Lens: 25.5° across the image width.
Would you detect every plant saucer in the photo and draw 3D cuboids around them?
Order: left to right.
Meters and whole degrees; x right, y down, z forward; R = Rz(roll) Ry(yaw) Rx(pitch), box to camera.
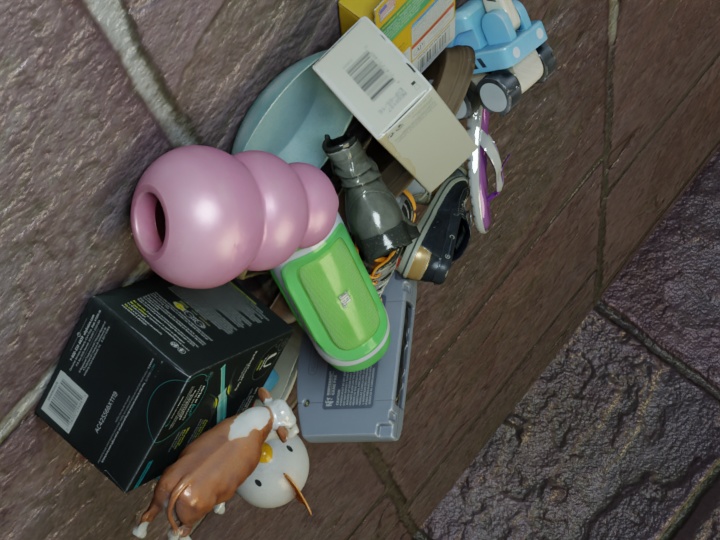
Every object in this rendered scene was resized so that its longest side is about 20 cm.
[{"bbox_3d":[-0.072,-0.140,1.540,0.201,0.039,0.202,-48,163,-20],"label":"plant saucer"},{"bbox_3d":[-0.048,-0.016,1.731,0.202,0.036,0.200,-59,-175,7],"label":"plant saucer"},{"bbox_3d":[0.057,-0.160,1.712,0.201,0.029,0.201,-53,-164,21],"label":"plant saucer"}]

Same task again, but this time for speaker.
[{"bbox_3d":[-0.035,0.011,1.602,0.088,0.088,0.201,-46,135,-20],"label":"speaker"}]

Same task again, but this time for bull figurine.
[{"bbox_3d":[-0.139,0.194,1.540,0.199,0.065,0.122,-30,155,-53],"label":"bull figurine"}]

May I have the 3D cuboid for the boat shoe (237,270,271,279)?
[{"bbox_3d":[-0.096,-0.025,1.650,0.199,0.066,0.075,-22,145,-61],"label":"boat shoe"}]

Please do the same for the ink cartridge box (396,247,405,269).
[{"bbox_3d":[0.032,0.001,1.977,0.201,0.050,0.109,-50,-173,11],"label":"ink cartridge box"}]

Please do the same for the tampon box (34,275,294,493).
[{"bbox_3d":[-0.187,0.097,1.549,0.151,0.126,0.199,-59,163,23],"label":"tampon box"}]

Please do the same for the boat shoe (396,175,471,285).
[{"bbox_3d":[0.098,-0.044,1.849,0.200,0.062,0.075,-59,172,-56],"label":"boat shoe"}]

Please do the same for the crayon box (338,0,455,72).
[{"bbox_3d":[0.039,-0.257,1.578,0.126,0.051,0.200,-47,163,-16],"label":"crayon box"}]

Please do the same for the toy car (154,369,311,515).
[{"bbox_3d":[-0.124,0.197,1.785,0.185,0.199,0.177,-48,162,-16],"label":"toy car"}]

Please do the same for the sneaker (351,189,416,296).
[{"bbox_3d":[0.000,0.000,1.767,0.077,0.077,0.202,-82,-167,-80],"label":"sneaker"}]

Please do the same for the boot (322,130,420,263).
[{"bbox_3d":[0.007,-0.081,1.603,0.067,0.132,0.200,-23,-178,0],"label":"boot"}]

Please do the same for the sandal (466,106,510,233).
[{"bbox_3d":[0.158,-0.144,1.953,0.082,0.049,0.206,-52,140,-71],"label":"sandal"}]

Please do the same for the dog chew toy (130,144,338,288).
[{"bbox_3d":[-0.104,-0.053,1.421,0.198,0.125,0.125,-9,138,-38],"label":"dog chew toy"}]

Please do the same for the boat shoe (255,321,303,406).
[{"bbox_3d":[-0.095,0.116,1.924,0.201,0.072,0.063,-59,160,4],"label":"boat shoe"}]

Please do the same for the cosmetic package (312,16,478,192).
[{"bbox_3d":[0.037,-0.155,1.528,0.073,0.104,0.200,-42,159,4],"label":"cosmetic package"}]

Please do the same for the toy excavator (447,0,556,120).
[{"bbox_3d":[0.145,-0.281,1.748,0.193,0.202,0.100,-4,-152,48],"label":"toy excavator"}]

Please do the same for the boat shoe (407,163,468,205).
[{"bbox_3d":[0.071,-0.118,1.905,0.199,0.068,0.075,-25,148,-57],"label":"boat shoe"}]

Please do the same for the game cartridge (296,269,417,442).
[{"bbox_3d":[-0.007,0.099,1.824,0.041,0.132,0.203,37,54,-51],"label":"game cartridge"}]
